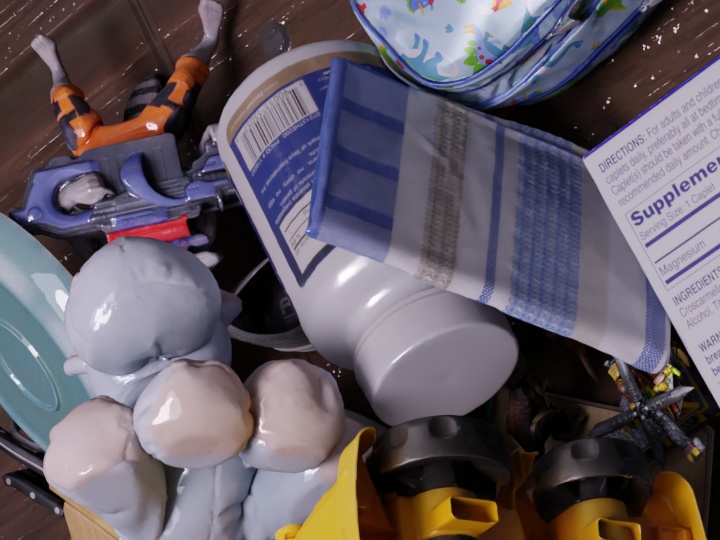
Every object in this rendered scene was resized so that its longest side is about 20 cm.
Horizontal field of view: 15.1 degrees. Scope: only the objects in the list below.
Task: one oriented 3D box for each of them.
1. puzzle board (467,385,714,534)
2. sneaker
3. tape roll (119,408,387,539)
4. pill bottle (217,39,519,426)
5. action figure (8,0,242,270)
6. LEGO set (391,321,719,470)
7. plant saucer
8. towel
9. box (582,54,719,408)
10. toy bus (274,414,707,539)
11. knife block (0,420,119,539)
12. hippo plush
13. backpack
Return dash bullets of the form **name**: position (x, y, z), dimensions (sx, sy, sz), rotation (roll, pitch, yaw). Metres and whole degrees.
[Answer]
- **puzzle board**: position (0.107, 0.143, 1.525), dimensions (0.200, 0.017, 0.151), rotation (10, 103, 37)
- **sneaker**: position (0.000, 0.000, 1.545), dimensions (0.200, 0.082, 0.075), rotation (-35, 75, 35)
- **tape roll**: position (-0.036, 0.176, 1.543), dimensions (0.202, 0.071, 0.203), rotation (10, 118, 19)
- **pill bottle**: position (0.007, -0.018, 1.433), dimensions (0.111, 0.111, 0.200), rotation (-51, 48, 30)
- **action figure**: position (-0.102, -0.060, 1.588), dimensions (0.200, 0.105, 0.194), rotation (-5, 63, -1)
- **LEGO set**: position (0.091, 0.067, 1.442), dimensions (0.200, 0.116, 0.154), rotation (-32, 68, 29)
- **plant saucer**: position (-0.188, 0.050, 1.581), dimensions (0.200, 0.027, 0.200), rotation (41, 153, 26)
- **towel**: position (0.068, -0.028, 1.376), dimensions (0.200, 0.147, 0.024), rotation (21, 129, -13)
- **box**: position (0.243, -0.023, 1.342), dimensions (0.184, 0.105, 0.200), rotation (-37, 75, 35)
- **toy bus**: position (0.052, 0.174, 1.353), dimensions (0.192, 0.200, 0.136), rotation (-47, 43, 50)
- **knife block**: position (-0.138, 0.106, 1.676), dimensions (0.200, 0.064, 0.176), rotation (-21, 84, 37)
- **hippo plush**: position (-0.079, 0.066, 1.419), dimensions (0.159, 0.200, 0.161), rotation (-15, 52, 4)
- **backpack**: position (0.087, -0.176, 1.432), dimensions (0.163, 0.154, 0.200), rotation (49, 134, 14)
